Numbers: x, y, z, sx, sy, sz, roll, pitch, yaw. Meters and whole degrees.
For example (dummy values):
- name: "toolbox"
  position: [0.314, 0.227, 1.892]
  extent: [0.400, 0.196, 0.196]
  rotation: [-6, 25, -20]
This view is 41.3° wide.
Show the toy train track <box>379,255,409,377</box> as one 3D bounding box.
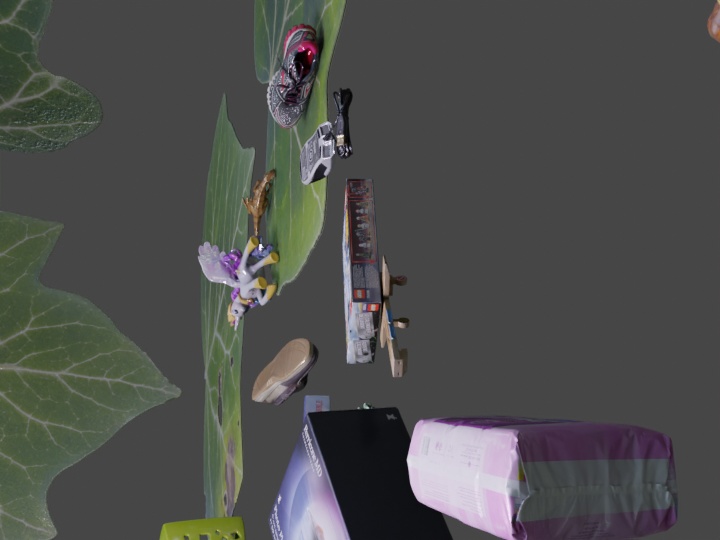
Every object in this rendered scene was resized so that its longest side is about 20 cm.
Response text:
- name: "toy train track"
  position: [0.044, 0.059, 1.124]
  extent: [0.201, 0.032, 0.116]
  rotation: [-97, 7, -62]

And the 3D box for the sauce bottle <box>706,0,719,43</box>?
- name: "sauce bottle"
  position: [0.232, -0.198, 0.453]
  extent: [0.066, 0.065, 0.202]
  rotation: [-106, 23, -51]

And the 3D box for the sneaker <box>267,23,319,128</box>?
- name: "sneaker"
  position: [-0.126, -0.357, 1.793]
  extent: [0.075, 0.079, 0.202]
  rotation: [-109, 27, -50]

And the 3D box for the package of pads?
- name: "package of pads"
  position: [0.120, 0.144, 0.683]
  extent: [0.200, 0.119, 0.077]
  rotation: [159, 114, -73]

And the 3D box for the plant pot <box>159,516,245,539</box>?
- name: "plant pot"
  position: [-0.360, 0.708, 2.201]
  extent: [0.182, 0.196, 0.202]
  rotation: [-119, 35, -51]

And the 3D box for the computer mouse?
- name: "computer mouse"
  position: [-0.051, -0.203, 1.555]
  extent: [0.200, 0.043, 0.111]
  rotation: [139, 129, -62]

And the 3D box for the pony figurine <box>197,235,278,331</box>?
- name: "pony figurine"
  position: [-0.255, 0.010, 2.095]
  extent: [0.200, 0.165, 0.195]
  rotation: [-43, 53, 46]

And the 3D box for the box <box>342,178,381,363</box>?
- name: "box"
  position: [0.000, 0.000, 1.248]
  extent: [0.138, 0.039, 0.202]
  rotation: [94, 174, -53]

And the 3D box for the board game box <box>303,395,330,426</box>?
- name: "board game box"
  position: [-0.063, 0.315, 1.352]
  extent: [0.200, 0.041, 0.202]
  rotation: [-93, 4, -67]

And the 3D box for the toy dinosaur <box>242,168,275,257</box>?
- name: "toy dinosaur"
  position: [-0.236, -0.139, 2.184]
  extent: [0.106, 0.060, 0.203]
  rotation: [-126, 42, -65]

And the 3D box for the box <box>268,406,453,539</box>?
- name: "box"
  position: [-0.008, 0.291, 1.049]
  extent: [0.201, 0.122, 0.200]
  rotation: [-115, 36, -43]

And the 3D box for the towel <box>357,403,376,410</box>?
- name: "towel"
  position: [0.030, 0.268, 1.174]
  extent: [0.200, 0.030, 0.151]
  rotation: [-140, 53, -69]

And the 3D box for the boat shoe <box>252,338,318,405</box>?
- name: "boat shoe"
  position: [-0.122, 0.183, 1.680]
  extent: [0.200, 0.064, 0.073]
  rotation: [-43, 33, 42]
